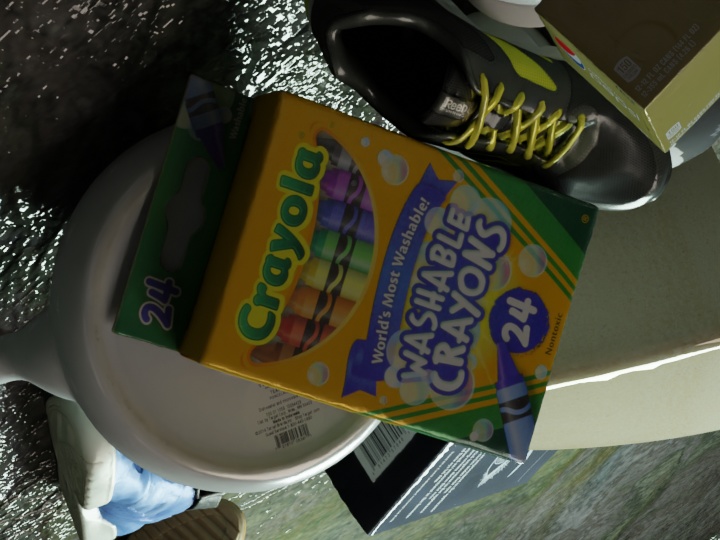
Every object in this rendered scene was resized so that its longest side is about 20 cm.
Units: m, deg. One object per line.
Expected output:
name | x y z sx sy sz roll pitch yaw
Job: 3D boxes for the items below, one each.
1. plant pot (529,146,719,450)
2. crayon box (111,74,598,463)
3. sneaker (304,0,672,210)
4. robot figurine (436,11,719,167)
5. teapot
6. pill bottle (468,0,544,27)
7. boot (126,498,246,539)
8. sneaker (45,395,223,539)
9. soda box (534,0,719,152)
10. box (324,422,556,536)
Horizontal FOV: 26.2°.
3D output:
plant pot | 0.162 0.015 1.056 0.175 0.202 0.200 -21 155 -3
crayon box | 0.000 0.000 0.714 0.198 0.127 0.052 18 177 -18
sneaker | 0.057 -0.076 0.730 0.075 0.198 0.085 -60 -172 26
robot figurine | 0.125 -0.100 0.857 0.198 0.125 0.151 -24 149 -24
teapot | -0.067 0.012 0.795 0.199 0.198 0.146 -63 -163 -6
pill bottle | 0.073 -0.189 0.640 0.112 0.113 0.200 -30 156 -8
boot | -0.147 0.245 1.251 0.200 0.073 0.166 -42 167 12
sneaker | -0.132 0.111 0.973 0.110 0.077 0.201 -20 157 -17
soda box | 0.167 -0.149 0.633 0.200 0.068 0.064 -47 157 5
box | 0.081 0.105 1.209 0.199 0.105 0.148 -9 146 -45
